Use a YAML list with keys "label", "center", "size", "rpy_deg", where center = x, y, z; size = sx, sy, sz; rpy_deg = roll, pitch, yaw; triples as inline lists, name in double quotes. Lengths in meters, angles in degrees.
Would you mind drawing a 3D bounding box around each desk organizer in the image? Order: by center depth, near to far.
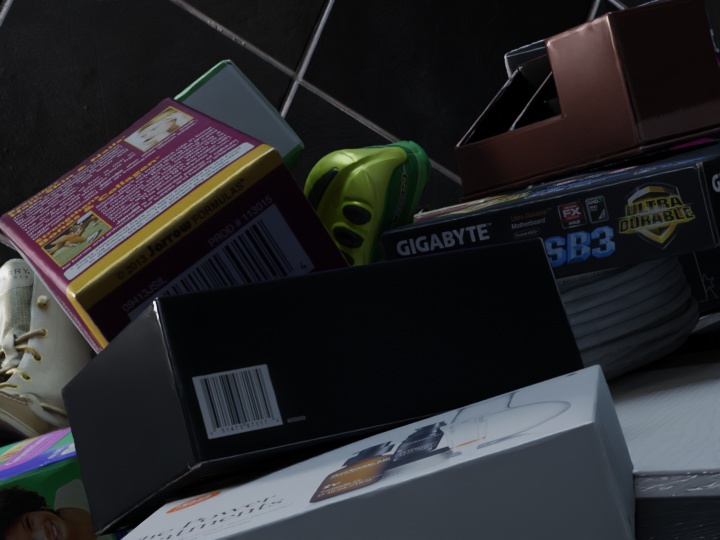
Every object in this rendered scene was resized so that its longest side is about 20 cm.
- label: "desk organizer"
  center: [0.127, -0.098, 1.033]
  size: [0.071, 0.078, 0.200]
  rpy_deg: [-15, 1, -27]

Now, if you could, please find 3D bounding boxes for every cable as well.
- label: "cable"
  center: [0.101, 0.036, 1.049]
  size: [0.198, 0.070, 0.200]
  rpy_deg: [-19, 2, -10]

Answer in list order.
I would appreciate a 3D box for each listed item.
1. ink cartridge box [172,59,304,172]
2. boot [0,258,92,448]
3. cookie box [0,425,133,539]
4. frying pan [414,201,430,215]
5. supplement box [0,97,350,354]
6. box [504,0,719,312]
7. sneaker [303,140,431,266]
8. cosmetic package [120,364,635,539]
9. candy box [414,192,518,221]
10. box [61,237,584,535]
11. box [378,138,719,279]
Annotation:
- label: "ink cartridge box"
  center: [-0.129, -0.035, 1.184]
  size: [0.146, 0.083, 0.200]
  rpy_deg: [-42, -4, -20]
- label: "boot"
  center: [-0.220, 0.062, 1.101]
  size: [0.071, 0.156, 0.200]
  rpy_deg: [-16, -27, 15]
- label: "cookie box"
  center: [-0.199, 0.139, 0.938]
  size: [0.198, 0.076, 0.171]
  rpy_deg: [-19, 2, 9]
- label: "frying pan"
  center: [-0.025, 0.004, 1.237]
  size: [0.189, 0.116, 0.031]
  rpy_deg: [2, 29, -47]
- label: "supplement box"
  center: [-0.103, -0.007, 0.962]
  size: [0.131, 0.104, 0.200]
  rpy_deg: [-37, 24, -9]
- label: "box"
  center: [0.193, -0.071, 1.185]
  size: [0.131, 0.202, 0.115]
  rpy_deg: [-17, 1, 20]
- label: "sneaker"
  center: [0.000, 0.000, 1.044]
  size: [0.083, 0.074, 0.201]
  rpy_deg: [-23, -26, -30]
- label: "cosmetic package"
  center: [0.004, 0.096, 0.667]
  size: [0.198, 0.052, 0.151]
  rpy_deg: [-18, -1, 9]
- label: "candy box"
  center: [0.086, -0.021, 1.239]
  size: [0.115, 0.056, 0.199]
  rpy_deg: [-13, 1, 31]
- label: "box"
  center: [-0.019, 0.054, 0.811]
  size: [0.198, 0.080, 0.141]
  rpy_deg: [-9, -18, -30]
- label: "box"
  center: [0.144, -0.034, 0.985]
  size: [0.199, 0.050, 0.198]
  rpy_deg: [-12, 6, 35]
